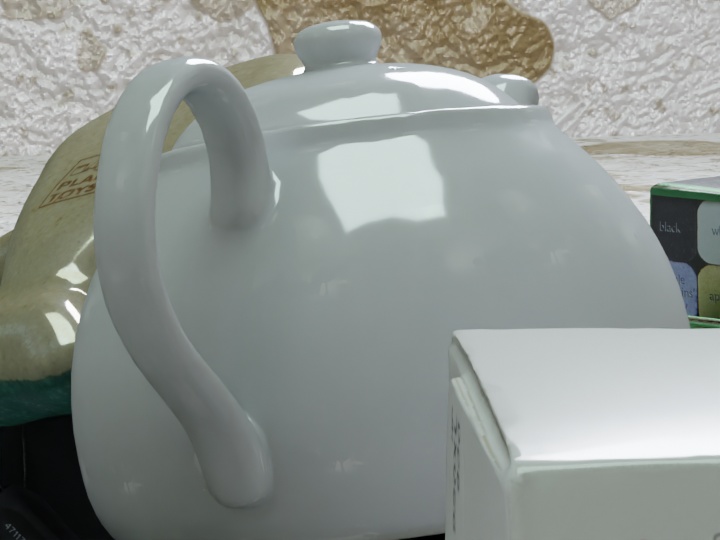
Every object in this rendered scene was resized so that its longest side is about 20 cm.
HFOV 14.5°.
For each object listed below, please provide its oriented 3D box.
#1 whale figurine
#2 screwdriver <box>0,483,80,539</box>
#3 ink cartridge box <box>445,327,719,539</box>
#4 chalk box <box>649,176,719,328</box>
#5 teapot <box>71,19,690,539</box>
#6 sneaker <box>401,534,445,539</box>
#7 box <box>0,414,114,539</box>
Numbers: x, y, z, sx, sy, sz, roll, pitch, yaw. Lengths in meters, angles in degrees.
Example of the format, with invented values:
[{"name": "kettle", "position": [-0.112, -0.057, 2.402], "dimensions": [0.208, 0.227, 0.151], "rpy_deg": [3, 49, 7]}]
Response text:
[{"name": "whale figurine", "position": [-0.065, 0.006, 0.974], "dimensions": [0.159, 0.104, 0.200], "rpy_deg": [-13, 23, 35]}, {"name": "screwdriver", "position": [-0.152, 0.051, 0.937], "dimensions": [0.200, 0.029, 0.028], "rpy_deg": [42, 21, 5]}, {"name": "ink cartridge box", "position": [0.119, 0.093, 0.590], "dimensions": [0.199, 0.148, 0.145], "rpy_deg": [-1, 8, -3]}, {"name": "chalk box", "position": [0.204, 0.023, 1.226], "dimensions": [0.200, 0.125, 0.125], "rpy_deg": [-9, 12, -44]}, {"name": "teapot", "position": [0.000, 0.000, 0.827], "dimensions": [0.197, 0.147, 0.200], "rpy_deg": [-8, 1, -18]}, {"name": "sneaker", "position": [0.057, 0.102, 0.815], "dimensions": [0.079, 0.076, 0.200], "rpy_deg": [-1, 7, -19]}, {"name": "box", "position": [-0.055, 0.070, 1.051], "dimensions": [0.199, 0.079, 0.141], "rpy_deg": [-4, 7, -26]}]
